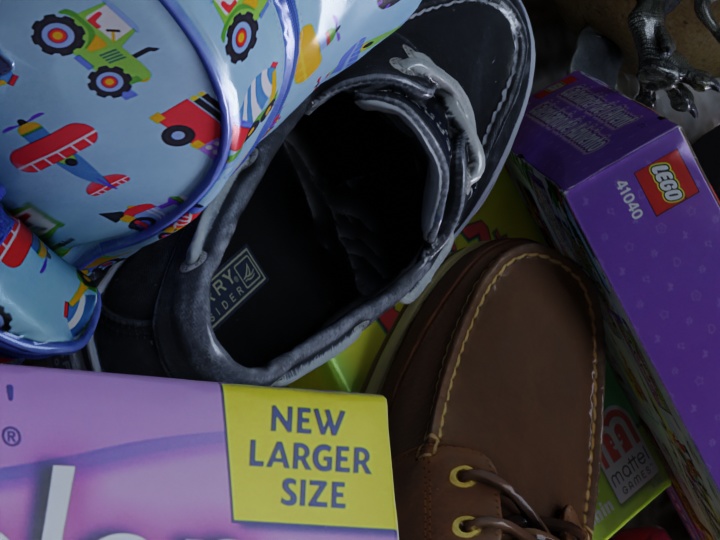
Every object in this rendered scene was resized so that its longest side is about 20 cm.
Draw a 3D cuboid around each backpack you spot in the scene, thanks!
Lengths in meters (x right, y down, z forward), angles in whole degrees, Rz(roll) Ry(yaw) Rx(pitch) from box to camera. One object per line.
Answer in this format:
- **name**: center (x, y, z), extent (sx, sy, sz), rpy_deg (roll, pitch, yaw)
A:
- **backpack**: center (-0.093, -0.067, 0.648), extent (0.183, 0.199, 0.135), rpy_deg (49, 50, -28)

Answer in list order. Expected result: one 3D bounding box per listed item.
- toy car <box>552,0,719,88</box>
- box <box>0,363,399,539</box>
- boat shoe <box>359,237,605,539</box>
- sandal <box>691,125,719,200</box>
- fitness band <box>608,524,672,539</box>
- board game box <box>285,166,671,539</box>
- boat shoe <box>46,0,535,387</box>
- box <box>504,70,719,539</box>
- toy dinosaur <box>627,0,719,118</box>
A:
- **toy car**: center (0.113, -0.116, 0.930), extent (0.164, 0.158, 0.201), rpy_deg (4, 90, -34)
- **box**: center (-0.081, 0.128, 0.636), extent (0.175, 0.097, 0.201), rpy_deg (6, 65, -28)
- **boat shoe**: center (0.031, 0.081, 0.741), extent (0.072, 0.068, 0.201), rpy_deg (27, 63, -22)
- **sandal**: center (0.156, 0.039, 0.873), extent (0.200, 0.075, 0.045), rpy_deg (50, 22, 16)
- **fitness band**: center (0.075, 0.164, 0.896), extent (0.200, 0.037, 0.144), rpy_deg (54, 50, -22)
- **board game box**: center (0.000, 0.000, 0.823), extent (0.101, 0.048, 0.201), rpy_deg (-34, 98, -45)
- **boat shoe**: center (0.000, -0.026, 0.751), extent (0.072, 0.068, 0.200), rpy_deg (57, 45, -10)
- **box**: center (0.105, 0.044, 0.841), extent (0.039, 0.137, 0.201), rpy_deg (-29, 103, -2)
- **toy dinosaur**: center (0.083, -0.102, 0.830), extent (0.200, 0.047, 0.088), rpy_deg (36, 50, -28)
